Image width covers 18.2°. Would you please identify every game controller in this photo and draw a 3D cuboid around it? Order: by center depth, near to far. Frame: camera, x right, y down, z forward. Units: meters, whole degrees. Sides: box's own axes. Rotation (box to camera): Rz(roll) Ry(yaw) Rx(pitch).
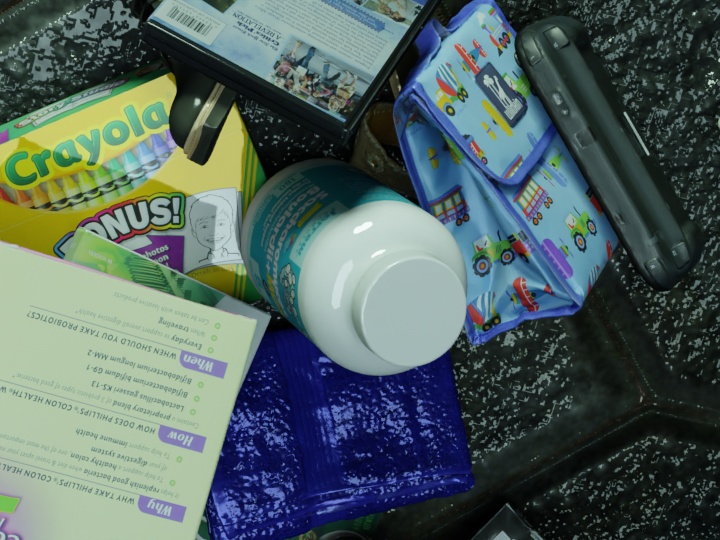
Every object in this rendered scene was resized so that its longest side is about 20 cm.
[{"bbox_3d":[0.169,-0.081,1.520,0.042,0.104,0.201,-29,91,19],"label":"game controller"}]

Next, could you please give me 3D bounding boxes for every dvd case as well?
[{"bbox_3d":[-0.036,-0.166,1.420,0.142,0.200,0.018,28,131,3],"label":"dvd case"}]

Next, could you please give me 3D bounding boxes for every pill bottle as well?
[{"bbox_3d":[0.000,0.000,1.443,0.110,0.200,0.112,-5,106,-19],"label":"pill bottle"}]

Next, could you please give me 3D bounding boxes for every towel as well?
[{"bbox_3d":[-0.022,0.106,1.580,0.199,0.050,0.149,-12,92,-15],"label":"towel"}]

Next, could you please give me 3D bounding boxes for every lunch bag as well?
[{"bbox_3d":[0.088,-0.080,1.506,0.094,0.151,0.201,-20,110,34],"label":"lunch bag"}]

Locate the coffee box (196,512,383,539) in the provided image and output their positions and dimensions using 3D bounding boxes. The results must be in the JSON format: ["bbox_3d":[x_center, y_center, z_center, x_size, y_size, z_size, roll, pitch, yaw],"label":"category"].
[{"bbox_3d":[-0.084,0.162,1.629,0.199,0.044,0.124,18,107,-14],"label":"coffee box"}]

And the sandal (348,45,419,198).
[{"bbox_3d":[0.028,-0.073,1.545,0.069,0.078,0.212,-15,123,19],"label":"sandal"}]

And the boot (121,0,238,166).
[{"bbox_3d":[-0.134,-0.162,1.433,0.138,0.201,0.078,22,130,-11],"label":"boot"}]

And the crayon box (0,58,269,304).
[{"bbox_3d":[-0.159,-0.039,1.536,0.199,0.058,0.173,-23,112,0],"label":"crayon box"}]

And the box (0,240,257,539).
[{"bbox_3d":[-0.183,0.099,1.423,0.175,0.097,0.201,17,87,-19],"label":"box"}]

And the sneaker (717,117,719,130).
[{"bbox_3d":[0.295,-0.026,1.604,0.081,0.075,0.201,-25,112,11],"label":"sneaker"}]

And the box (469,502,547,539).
[{"bbox_3d":[0.096,0.297,1.653,0.160,0.049,0.200,44,91,13],"label":"box"}]

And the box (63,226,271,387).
[{"bbox_3d":[-0.162,0.091,1.498,0.144,0.036,0.201,25,84,-19],"label":"box"}]
